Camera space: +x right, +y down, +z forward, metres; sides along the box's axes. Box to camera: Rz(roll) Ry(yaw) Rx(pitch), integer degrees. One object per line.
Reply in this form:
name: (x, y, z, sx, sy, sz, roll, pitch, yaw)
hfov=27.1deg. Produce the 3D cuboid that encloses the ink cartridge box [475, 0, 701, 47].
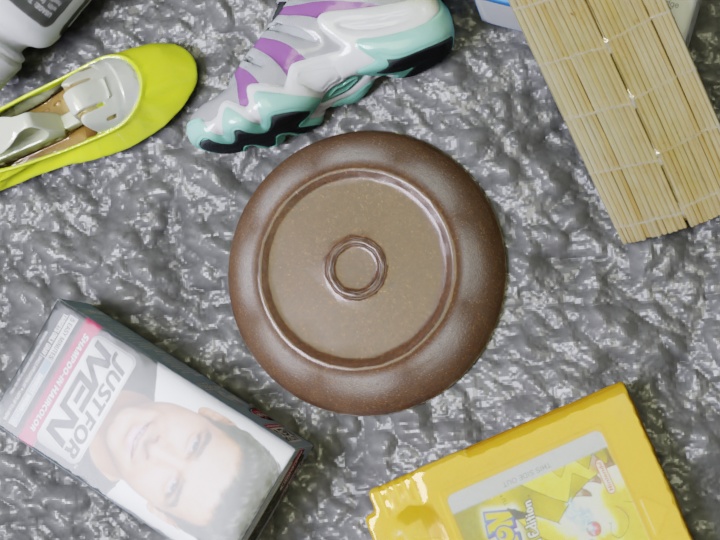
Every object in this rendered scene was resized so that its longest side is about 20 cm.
ink cartridge box: (0.173, -0.253, 0.996, 0.145, 0.084, 0.201, 15, 89, 12)

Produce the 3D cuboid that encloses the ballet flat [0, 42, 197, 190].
ballet flat: (-0.212, -0.108, 1.065, 0.199, 0.067, 0.067, -23, 81, 8)

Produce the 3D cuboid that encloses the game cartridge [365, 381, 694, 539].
game cartridge: (0.120, 0.194, 0.995, 0.199, 0.032, 0.177, -24, 81, 7)

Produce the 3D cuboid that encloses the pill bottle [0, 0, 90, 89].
pill bottle: (-0.232, -0.233, 1.056, 0.114, 0.114, 0.200, 42, 93, 11)

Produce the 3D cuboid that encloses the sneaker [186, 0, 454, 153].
sneaker: (-0.048, -0.175, 1.041, 0.199, 0.078, 0.140, -25, 79, -2)

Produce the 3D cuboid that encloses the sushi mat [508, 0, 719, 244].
sushi mat: (0.173, -0.113, 0.961, 0.095, 0.012, 0.201, -18, 112, 27)

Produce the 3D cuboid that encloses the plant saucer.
plant saucer: (0.000, 0.000, 1.032, 0.199, 0.037, 0.202, -1, 85, 11)

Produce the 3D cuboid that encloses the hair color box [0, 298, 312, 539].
hair color box: (-0.145, 0.113, 1.037, 0.199, 0.061, 0.099, 31, 91, 11)
